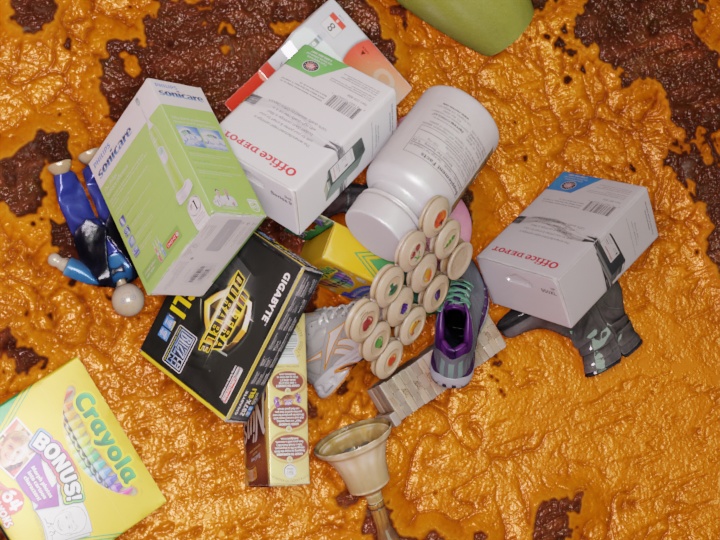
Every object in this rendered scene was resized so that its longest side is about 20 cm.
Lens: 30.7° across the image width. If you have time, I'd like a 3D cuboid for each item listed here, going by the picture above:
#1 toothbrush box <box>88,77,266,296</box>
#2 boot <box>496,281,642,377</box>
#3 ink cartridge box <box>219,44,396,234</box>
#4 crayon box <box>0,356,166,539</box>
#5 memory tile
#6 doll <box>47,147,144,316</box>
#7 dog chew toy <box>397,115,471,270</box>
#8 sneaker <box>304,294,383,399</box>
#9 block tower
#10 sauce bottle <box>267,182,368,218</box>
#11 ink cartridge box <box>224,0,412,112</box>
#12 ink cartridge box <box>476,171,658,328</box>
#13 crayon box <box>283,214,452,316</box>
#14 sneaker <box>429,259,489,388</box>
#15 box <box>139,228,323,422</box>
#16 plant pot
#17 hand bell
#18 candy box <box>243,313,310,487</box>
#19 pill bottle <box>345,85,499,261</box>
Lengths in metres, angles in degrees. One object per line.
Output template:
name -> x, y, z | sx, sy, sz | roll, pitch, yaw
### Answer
toothbrush box -> -0.212, -0.093, 1.497 | 0.085, 0.146, 0.201 | 2, 49, -47
boot -> 0.288, 0.086, 1.764 | 0.198, 0.070, 0.133 | -22, 94, -17
ink cartridge box -> -0.070, -0.161, 1.579 | 0.145, 0.085, 0.200 | 30, 59, 23
crayon box -> -0.349, 0.231, 1.508 | 0.171, 0.058, 0.202 | -33, 94, -21
memory tile -> 0.060, 0.022, 1.524 | 0.017, 0.154, 0.201 | 26, 73, 30
doll -> -0.312, -0.038, 1.570 | 0.135, 0.048, 0.202 | -22, 86, -21
dog chew toy -> 0.075, -0.102, 1.688 | 0.123, 0.124, 0.203 | -2, 75, -20
sneaker -> -0.025, 0.070, 1.593 | 0.092, 0.200, 0.076 | 39, 33, -1
block tower -> 0.098, 0.125, 1.692 | 0.199, 0.054, 0.058 | -35, 93, -22
sauce bottle -> -0.076, -0.096, 1.654 | 0.197, 0.066, 0.067 | 1, 81, -18
ink cartridge box -> -0.053, -0.229, 1.696 | 0.162, 0.050, 0.200 | 47, 67, -7
ink cartridge box -> 0.270, -0.031, 1.713 | 0.200, 0.144, 0.085 | -42, 126, -26
crayon box -> 0.000, 0.000, 1.638 | 0.198, 0.126, 0.052 | 25, 74, -14
sneaker -> 0.128, 0.046, 1.650 | 0.073, 0.088, 0.202 | 4, 52, 2
box -> -0.153, 0.050, 1.530 | 0.049, 0.159, 0.202 | 17, 104, -57
plant pot -> 0.134, -0.388, 1.737 | 0.200, 0.186, 0.188 | 44, 69, -24
hand bell -> 0.022, 0.298, 1.631 | 0.103, 0.104, 0.203 | -23, 101, -22
candy box -> -0.104, 0.158, 1.579 | 0.056, 0.116, 0.204 | -1, 81, -20
pill bottle -> 0.072, -0.114, 1.570 | 0.114, 0.114, 0.201 | 40, 67, -10
